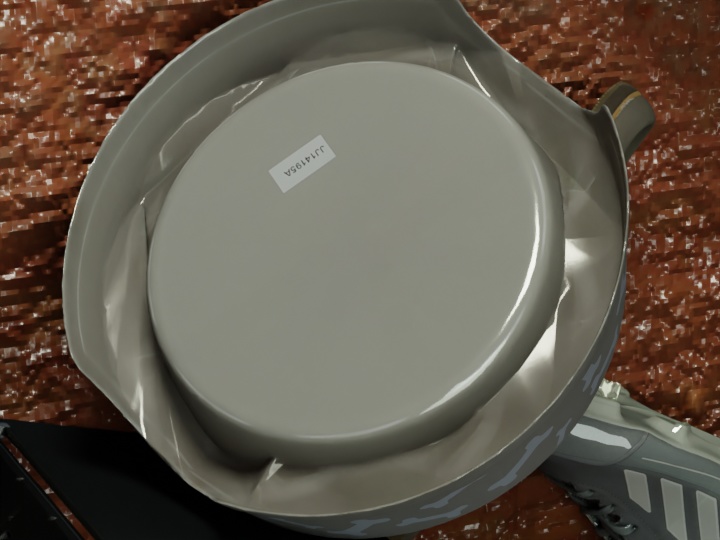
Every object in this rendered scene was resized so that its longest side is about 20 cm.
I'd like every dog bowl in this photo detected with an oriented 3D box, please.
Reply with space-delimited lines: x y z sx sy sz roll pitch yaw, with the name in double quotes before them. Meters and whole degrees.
"dog bowl" 0.000 0.000 0.871 0.200 0.200 0.059 -43 149 -7

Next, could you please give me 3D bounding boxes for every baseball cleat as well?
"baseball cleat" 0.117 0.103 1.011 0.200 0.070 0.107 20 96 -26

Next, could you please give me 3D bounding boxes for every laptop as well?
"laptop" -0.094 0.127 0.866 0.200 0.177 0.103 -45 116 -7

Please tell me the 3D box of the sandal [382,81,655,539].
"sandal" 0.065 0.020 0.936 0.055 0.082 0.200 33 63 -1
